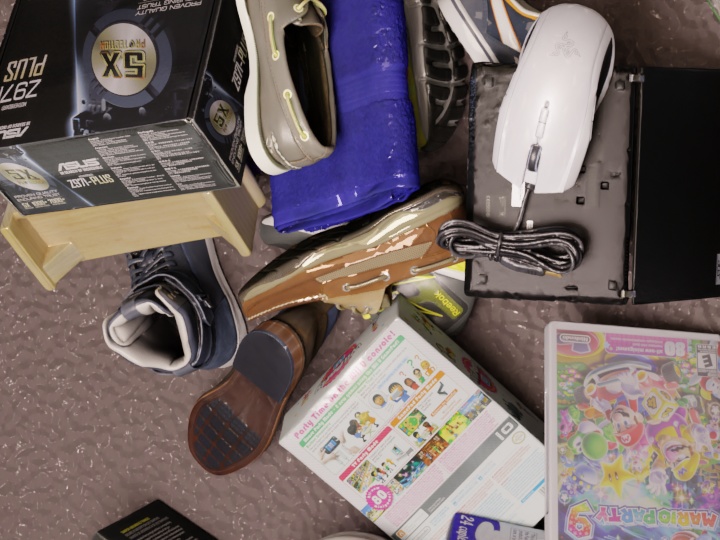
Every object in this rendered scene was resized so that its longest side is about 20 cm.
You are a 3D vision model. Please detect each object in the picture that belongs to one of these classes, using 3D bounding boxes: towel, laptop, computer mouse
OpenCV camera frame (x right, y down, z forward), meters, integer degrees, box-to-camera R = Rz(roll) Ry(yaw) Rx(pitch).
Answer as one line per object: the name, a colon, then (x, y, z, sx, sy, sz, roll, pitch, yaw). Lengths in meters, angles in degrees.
towel: (-0.014, -0.139, 1.335, 0.147, 0.049, 0.203, -15, 74, 39)
laptop: (0.187, -0.068, 1.317, 0.197, 0.103, 0.180, 3, 96, 14)
computer mouse: (0.129, -0.097, 1.253, 0.108, 0.044, 0.202, 16, 99, 14)

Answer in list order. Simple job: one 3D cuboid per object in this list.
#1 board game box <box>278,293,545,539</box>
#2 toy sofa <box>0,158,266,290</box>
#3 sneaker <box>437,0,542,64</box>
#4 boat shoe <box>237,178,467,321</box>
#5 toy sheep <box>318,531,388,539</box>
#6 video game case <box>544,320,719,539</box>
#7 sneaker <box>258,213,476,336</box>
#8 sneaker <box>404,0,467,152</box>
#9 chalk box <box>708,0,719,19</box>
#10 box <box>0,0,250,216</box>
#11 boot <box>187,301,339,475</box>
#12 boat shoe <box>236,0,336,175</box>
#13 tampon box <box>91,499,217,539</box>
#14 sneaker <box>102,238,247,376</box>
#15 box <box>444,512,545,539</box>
board game box: (0.056, 0.141, 1.381, 0.200, 0.064, 0.148, 41, 106, -10)
toy sofa: (-0.181, -0.059, 1.374, 0.198, 0.083, 0.098, -9, 50, 20)
sneaker: (0.144, -0.151, 1.344, 0.079, 0.078, 0.201, -32, 89, 12)
boat shoe: (0.000, 0.000, 1.340, 0.198, 0.076, 0.074, -24, 100, 16)
toy sheep: (-0.011, 0.272, 1.346, 0.136, 0.200, 0.140, 1, 107, 4)
video game case: (0.211, 0.143, 1.312, 0.141, 0.018, 0.203, 5, 73, -10)
sneaker: (0.004, 0.001, 1.408, 0.198, 0.074, 0.086, 14, 100, 17)
sneaker: (0.026, -0.191, 1.388, 0.089, 0.078, 0.203, -14, 85, 27)
chalk box: (0.354, -0.150, 1.243, 0.124, 0.124, 0.201, -31, 86, 18)
box: (-0.182, -0.141, 1.321, 0.198, 0.086, 0.165, -6, 55, 23)
boot: (-0.078, 0.096, 1.456, 0.075, 0.097, 0.200, 42, 135, 6)
boat shoe: (-0.052, -0.177, 1.296, 0.060, 0.072, 0.204, -10, 80, 33)
tampon box: (-0.153, 0.322, 1.465, 0.199, 0.126, 0.151, 31, 104, 13)
sneaker: (-0.176, -0.005, 1.432, 0.076, 0.146, 0.204, -31, 84, 20)
box: (0.148, 0.312, 1.340, 0.197, 0.105, 0.186, 10, 110, 4)
